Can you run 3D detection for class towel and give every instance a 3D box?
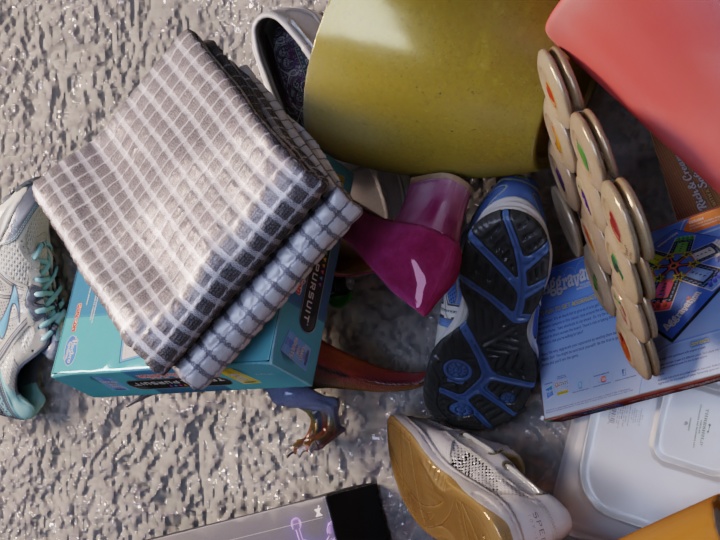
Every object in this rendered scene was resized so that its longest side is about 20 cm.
[{"bbox_3d":[-0.110,-0.045,1.312,0.166,0.085,0.200,-50,46,11],"label":"towel"}]

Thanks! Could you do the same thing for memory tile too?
[{"bbox_3d":[0.143,-0.032,1.243,0.017,0.200,0.154,-21,59,-2],"label":"memory tile"}]

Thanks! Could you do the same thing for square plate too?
[{"bbox_3d":[0.225,0.103,1.347,0.198,0.028,0.201,15,100,28],"label":"square plate"}]

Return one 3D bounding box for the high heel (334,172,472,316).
[{"bbox_3d":[0.000,0.000,1.373,0.200,0.067,0.096,-11,53,49],"label":"high heel"}]

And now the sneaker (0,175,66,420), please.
[{"bbox_3d":[-0.257,0.024,1.607,0.086,0.078,0.201,23,111,15],"label":"sneaker"}]

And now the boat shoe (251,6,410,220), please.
[{"bbox_3d":[-0.022,-0.096,1.456,0.072,0.068,0.201,-21,83,28],"label":"boat shoe"}]

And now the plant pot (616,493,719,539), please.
[{"bbox_3d":[0.191,0.240,1.275,0.183,0.200,0.200,-42,72,23],"label":"plant pot"}]

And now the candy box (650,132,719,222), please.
[{"bbox_3d":[0.238,-0.125,1.312,0.115,0.055,0.201,-19,83,29],"label":"candy box"}]

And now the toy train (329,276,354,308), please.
[{"bbox_3d":[-0.091,0.014,1.521,0.199,0.042,0.057,-14,75,30],"label":"toy train"}]

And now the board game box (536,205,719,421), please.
[{"bbox_3d":[0.180,0.030,1.320,0.200,0.019,0.103,-21,71,54],"label":"board game box"}]

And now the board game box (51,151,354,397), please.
[{"bbox_3d":[-0.107,0.004,1.381,0.199,0.047,0.152,-5,65,38],"label":"board game box"}]

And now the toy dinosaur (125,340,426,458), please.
[{"bbox_3d":[-0.077,0.046,1.474,0.200,0.105,0.182,-30,92,0],"label":"toy dinosaur"}]

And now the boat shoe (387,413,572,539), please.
[{"bbox_3d":[0.079,0.146,1.389,0.200,0.069,0.071,-141,39,-60],"label":"boat shoe"}]

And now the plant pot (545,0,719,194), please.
[{"bbox_3d":[0.236,-0.133,1.188,0.200,0.200,0.178,-40,85,25],"label":"plant pot"}]

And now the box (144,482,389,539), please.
[{"bbox_3d":[-0.071,0.246,1.499,0.199,0.079,0.142,-18,81,30],"label":"box"}]

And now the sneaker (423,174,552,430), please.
[{"bbox_3d":[0.092,0.025,1.389,0.075,0.077,0.200,16,128,-1],"label":"sneaker"}]

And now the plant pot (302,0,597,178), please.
[{"bbox_3d":[0.075,-0.138,1.336,0.142,0.200,0.201,26,105,17],"label":"plant pot"}]
